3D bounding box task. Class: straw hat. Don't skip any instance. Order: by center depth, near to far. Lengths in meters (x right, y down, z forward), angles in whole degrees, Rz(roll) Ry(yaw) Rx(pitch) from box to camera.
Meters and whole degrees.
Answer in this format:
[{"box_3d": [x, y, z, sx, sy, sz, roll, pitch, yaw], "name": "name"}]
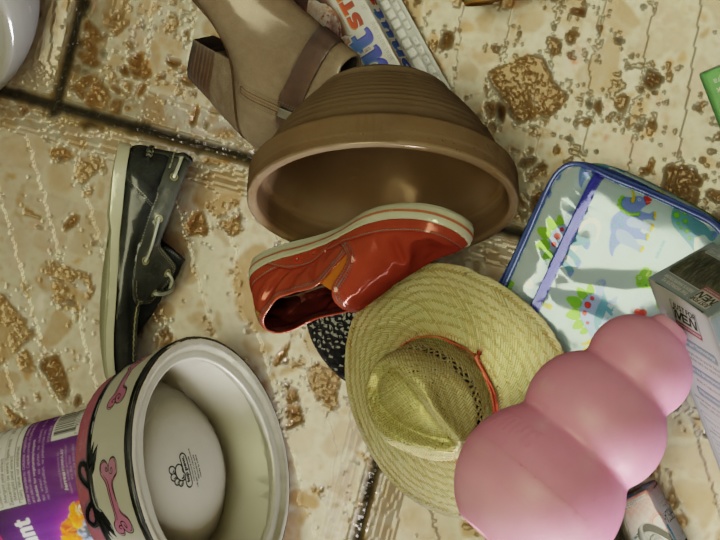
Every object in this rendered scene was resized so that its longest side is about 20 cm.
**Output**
[{"box_3d": [0.051, 0.097, 1.603, 0.199, 0.085, 0.203, 4, 99, 28], "name": "straw hat"}]

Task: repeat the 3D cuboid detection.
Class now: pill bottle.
[{"box_3d": [-0.266, 0.181, 1.739, 0.198, 0.111, 0.112, -15, 89, 14], "name": "pill bottle"}]

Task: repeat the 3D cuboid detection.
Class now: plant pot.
[{"box_3d": [0.017, -0.089, 1.606, 0.199, 0.201, 0.094, -5, 67, 14], "name": "plant pot"}]

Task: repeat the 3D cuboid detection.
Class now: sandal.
[{"box_3d": [0.029, 0.075, 1.701, 0.075, 0.045, 0.200, -39, 95, 17], "name": "sandal"}]

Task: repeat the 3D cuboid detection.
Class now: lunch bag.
[{"box_3d": [0.179, 0.027, 1.640, 0.160, 0.082, 0.201, 28, 98, 14], "name": "lunch bag"}]

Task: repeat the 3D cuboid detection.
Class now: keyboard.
[{"box_3d": [0.024, -0.171, 1.705, 0.056, 0.011, 0.201, -30, 85, 13], "name": "keyboard"}]

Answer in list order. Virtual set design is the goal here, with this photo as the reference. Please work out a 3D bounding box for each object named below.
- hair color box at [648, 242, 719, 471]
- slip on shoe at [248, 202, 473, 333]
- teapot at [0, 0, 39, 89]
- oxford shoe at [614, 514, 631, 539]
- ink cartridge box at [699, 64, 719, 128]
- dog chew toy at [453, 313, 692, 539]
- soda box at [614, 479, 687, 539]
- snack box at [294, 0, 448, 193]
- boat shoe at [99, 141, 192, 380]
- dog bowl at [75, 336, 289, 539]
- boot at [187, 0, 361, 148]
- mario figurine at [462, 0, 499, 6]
[{"box_3d": [0.282, 0.090, 1.561, 0.060, 0.099, 0.201, -28, 113, -10], "name": "hair color box"}, {"box_3d": [0.000, 0.000, 1.618, 0.199, 0.074, 0.062, -19, 58, 31], "name": "slip on shoe"}, {"box_3d": [-0.343, -0.232, 1.730, 0.199, 0.147, 0.198, 21, 128, -11], "name": "teapot"}, {"box_3d": [0.192, 0.253, 1.585, 0.057, 0.075, 0.202, -17, 85, 16], "name": "oxford shoe"}, {"box_3d": [0.321, -0.060, 1.566, 0.082, 0.147, 0.202, -21, 86, 14], "name": "ink cartridge box"}, {"box_3d": [0.157, 0.114, 1.526, 0.124, 0.125, 0.200, 39, 86, 9], "name": "dog chew toy"}, {"box_3d": [0.151, 0.236, 1.663, 0.199, 0.064, 0.069, -30, 85, 14], "name": "soda box"}, {"box_3d": [-0.001, -0.160, 1.697, 0.072, 0.024, 0.201, -30, 85, 26], "name": "snack box"}, {"box_3d": [-0.173, 0.001, 1.733, 0.067, 0.072, 0.202, 6, 99, -11], "name": "boat shoe"}, {"box_3d": [-0.140, 0.155, 1.671, 0.073, 0.200, 0.202, -12, 89, 32], "name": "dog bowl"}, {"box_3d": [-0.063, -0.186, 1.673, 0.146, 0.070, 0.201, 28, 128, 28], "name": "boot"}, {"box_3d": [0.097, -0.303, 1.628, 0.105, 0.123, 0.202, -10, 94, 33], "name": "mario figurine"}]
